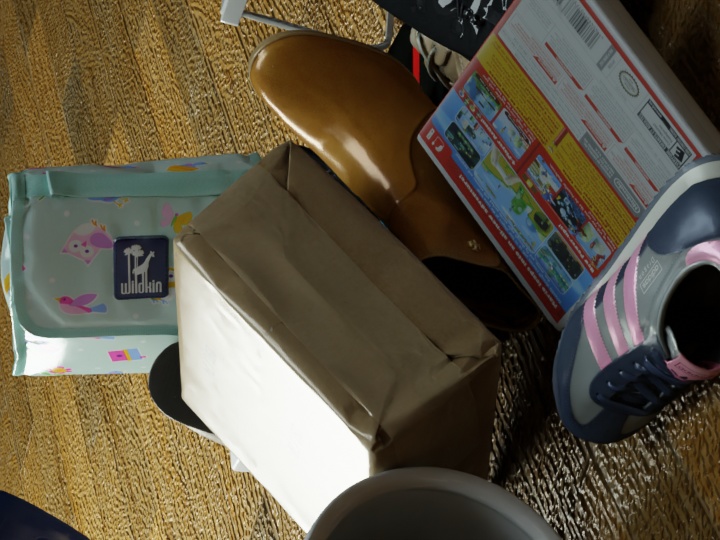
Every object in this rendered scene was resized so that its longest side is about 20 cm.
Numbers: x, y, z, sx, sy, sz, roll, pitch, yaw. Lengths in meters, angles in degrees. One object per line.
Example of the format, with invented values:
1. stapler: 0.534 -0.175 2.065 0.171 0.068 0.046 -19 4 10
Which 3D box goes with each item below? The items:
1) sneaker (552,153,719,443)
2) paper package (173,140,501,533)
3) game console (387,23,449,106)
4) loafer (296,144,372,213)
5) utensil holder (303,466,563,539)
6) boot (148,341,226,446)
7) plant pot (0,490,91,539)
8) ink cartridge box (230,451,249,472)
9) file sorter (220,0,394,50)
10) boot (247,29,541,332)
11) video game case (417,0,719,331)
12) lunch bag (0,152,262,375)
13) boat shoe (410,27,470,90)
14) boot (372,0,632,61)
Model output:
1. sneaker: 0.150 0.035 1.432 0.082 0.070 0.201 -95 21 -43
2. paper package: -0.016 0.058 1.661 0.191 0.103 0.200 45 159 23
3. game console: 0.052 -0.096 1.873 0.177 0.031 0.201 121 153 -61
4. loafer: 0.000 0.000 1.794 0.201 0.072 0.063 58 179 15
5. utensil holder: 0.018 0.232 1.594 0.200 0.169 0.171 119 153 -51
6. boot: -0.042 0.104 1.824 0.074 0.199 0.075 -61 1 -7
7. plant pot: -0.173 0.272 1.550 0.200 0.179 0.201 -67 -1 -62
8. ink cartridge box: -0.033 0.036 1.925 0.200 0.083 0.146 121 149 -63
9. file sorter: -0.005 -0.267 1.935 0.139 0.124 0.201 -85 14 -52
10. boot: 0.024 -0.051 1.665 0.071 0.201 0.144 -48 26 25
11. video game case: 0.111 -0.069 1.558 0.143 0.017 0.200 54 147 12
12. lunch bag: -0.144 -0.010 1.823 0.200 0.169 0.123 108 159 -67
13. boat shoe: 0.067 -0.136 1.738 0.201 0.064 0.071 -91 -18 -46
14. boot: 0.082 -0.200 1.644 0.200 0.065 0.166 43 113 49
